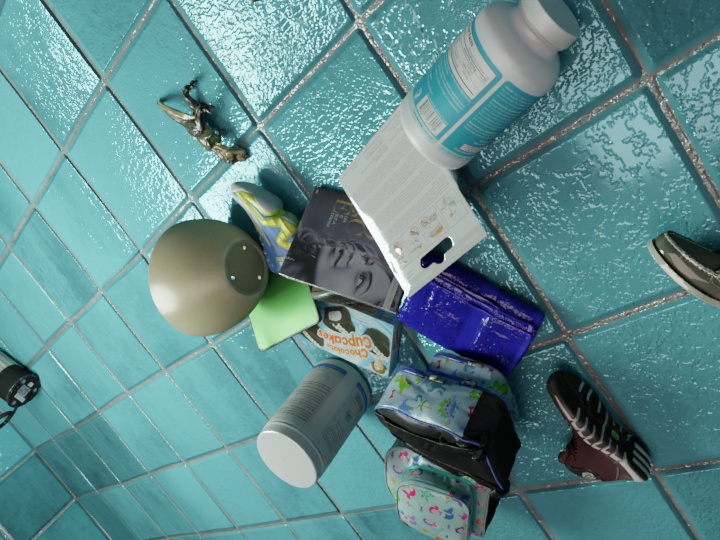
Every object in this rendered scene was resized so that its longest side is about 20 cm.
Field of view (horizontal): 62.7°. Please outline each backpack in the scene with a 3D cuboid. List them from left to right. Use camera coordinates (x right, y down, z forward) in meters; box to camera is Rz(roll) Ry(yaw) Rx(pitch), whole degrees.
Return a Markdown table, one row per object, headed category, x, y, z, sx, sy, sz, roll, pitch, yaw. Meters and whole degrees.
| category | x | y | z | sx | sy | sz | roll | pitch | yaw |
| --- | --- | --- | --- | --- | --- | --- | --- | --- | --- |
| backpack | 0.134 | 0.366 | 1.024 | 0.197 | 0.150 | 0.180 | 20 | 130 | 28 |
| backpack | 0.136 | 0.219 | 0.900 | 0.197 | 0.148 | 0.184 | 10 | 146 | 37 |

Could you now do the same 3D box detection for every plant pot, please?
| category | x | y | z | sx | sy | sz | roll | pitch | yaw |
| --- | --- | --- | --- | --- | --- | --- | --- | --- | --- |
| plant pot | -0.230 | 0.005 | 0.987 | 0.133 | 0.200 | 0.203 | -9 | 114 | 39 |

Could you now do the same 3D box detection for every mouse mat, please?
| category | x | y | z | sx | sy | sz | roll | pitch | yaw |
| --- | --- | --- | --- | --- | --- | --- | --- | --- | --- |
| mouse mat | -0.150 | 0.044 | 1.049 | 0.199 | 0.007 | 0.164 | -29 | 75 | 44 |

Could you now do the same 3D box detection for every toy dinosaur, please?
| category | x | y | z | sx | sy | sz | roll | pitch | yaw |
| --- | --- | --- | --- | --- | --- | --- | --- | --- | --- |
| toy dinosaur | -0.266 | -0.248 | 0.956 | 0.199 | 0.047 | 0.089 | 38 | 140 | 12 |

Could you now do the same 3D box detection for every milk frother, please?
| category | x | y | z | sx | sy | sz | roll | pitch | yaw |
| --- | --- | --- | --- | --- | --- | --- | --- | --- | --- |
| milk frother | -1.172 | 0.390 | 1.899 | 0.186 | 0.200 | 0.183 | 27 | 135 | 17 |

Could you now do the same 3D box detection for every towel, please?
| category | x | y | z | sx | sy | sz | roll | pitch | yaw |
| --- | --- | --- | --- | --- | --- | --- | --- | --- | --- |
| towel | 0.154 | 0.073 | 0.875 | 0.198 | 0.050 | 0.149 | 30 | 131 | 15 |

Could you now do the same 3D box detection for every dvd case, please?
| category | x | y | z | sx | sy | sz | roll | pitch | yaw |
| --- | --- | --- | --- | --- | --- | --- | --- | --- | --- |
| dvd case | -0.010 | -0.035 | 0.864 | 0.197 | 0.151 | 0.016 | 17 | 167 | 24 |

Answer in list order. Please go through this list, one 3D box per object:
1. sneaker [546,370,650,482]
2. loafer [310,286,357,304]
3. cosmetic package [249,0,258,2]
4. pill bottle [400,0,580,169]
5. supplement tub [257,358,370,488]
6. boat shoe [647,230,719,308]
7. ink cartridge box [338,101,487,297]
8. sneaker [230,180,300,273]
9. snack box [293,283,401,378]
| category | x | y | z | sx | sy | sz | roll | pitch | yaw |
| --- | --- | --- | --- | --- | --- | --- | --- | --- | --- |
| sneaker | 0.315 | 0.242 | 0.862 | 0.200 | 0.076 | 0.115 | 47 | 137 | -2 |
| loafer | 0.000 | 0.000 | 0.924 | 0.198 | 0.075 | 0.071 | -22 | 64 | 35 |
| cosmetic package | -0.159 | -0.431 | 0.717 | 0.200 | 0.107 | 0.090 | 44 | 134 | -1 |
| pill bottle | 0.141 | -0.211 | 0.652 | 0.111 | 0.111 | 0.200 | 48 | 134 | -3 |
| supplement tub | -0.079 | 0.267 | 1.060 | 0.130 | 0.200 | 0.134 | 17 | 128 | 24 |
| boat shoe | 0.411 | 0.011 | 0.643 | 0.200 | 0.072 | 0.061 | 33 | 131 | 3 |
| ink cartridge box | 0.070 | -0.093 | 0.784 | 0.162 | 0.057 | 0.202 | -42 | 78 | 42 |
| sneaker | -0.144 | -0.057 | 0.955 | 0.199 | 0.076 | 0.106 | 35 | 108 | 10 |
| snack box | -0.026 | 0.097 | 1.022 | 0.197 | 0.037 | 0.118 | 20 | 128 | 23 |
